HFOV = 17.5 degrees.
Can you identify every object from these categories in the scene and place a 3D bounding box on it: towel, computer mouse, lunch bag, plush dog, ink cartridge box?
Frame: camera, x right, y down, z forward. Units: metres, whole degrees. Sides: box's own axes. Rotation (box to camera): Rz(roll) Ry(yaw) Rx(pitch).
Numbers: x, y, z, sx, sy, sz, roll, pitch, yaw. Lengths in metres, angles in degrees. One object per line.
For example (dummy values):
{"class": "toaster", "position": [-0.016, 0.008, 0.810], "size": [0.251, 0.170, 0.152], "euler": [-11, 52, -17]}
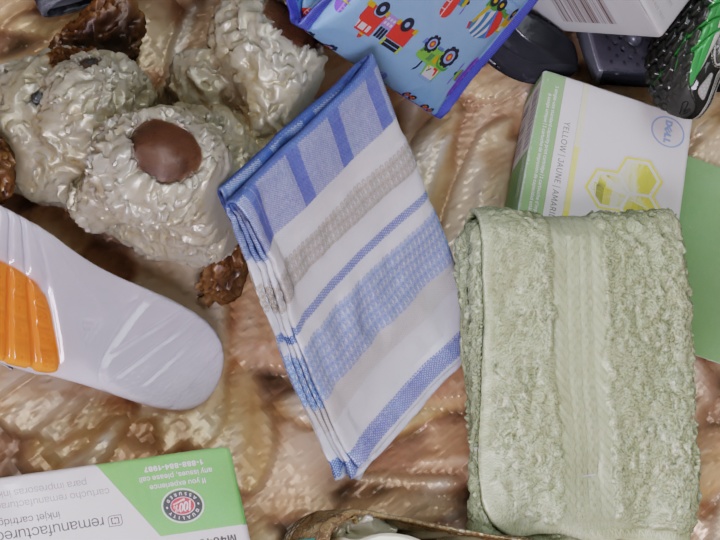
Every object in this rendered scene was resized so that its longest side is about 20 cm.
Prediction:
{"class": "towel", "position": [0.000, 0.000, 1.312], "size": [0.147, 0.024, 0.200], "euler": [-45, 126, -35]}
{"class": "computer mouse", "position": [0.045, -0.166, 1.463], "size": [0.200, 0.059, 0.034], "euler": [27, 82, -2]}
{"class": "lunch bag", "position": [0.059, -0.205, 1.342], "size": [0.150, 0.200, 0.094], "euler": [28, 27, -51]}
{"class": "plush dog", "position": [-0.134, -0.073, 1.327], "size": [0.171, 0.161, 0.200], "euler": [24, 44, 14]}
{"class": "ink cartridge box", "position": [-0.122, 0.206, 1.210], "size": [0.145, 0.084, 0.200], "euler": [-7, 68, -21]}
{"class": "towel", "position": [0.129, 0.061, 1.359], "size": [0.148, 0.036, 0.201], "euler": [0, 83, -14]}
{"class": "ink cartridge box", "position": [0.188, -0.026, 1.448], "size": [0.200, 0.048, 0.146], "euler": [17, 61, -8]}

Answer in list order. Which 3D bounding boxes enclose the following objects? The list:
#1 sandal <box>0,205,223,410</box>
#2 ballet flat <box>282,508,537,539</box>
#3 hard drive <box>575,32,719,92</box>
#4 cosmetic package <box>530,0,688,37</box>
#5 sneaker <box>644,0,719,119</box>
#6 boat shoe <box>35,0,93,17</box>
{"class": "sandal", "position": [-0.174, 0.026, 1.300], "size": [0.206, 0.059, 0.079], "euler": [28, 75, -28]}
{"class": "ballet flat", "position": [0.055, 0.173, 1.295], "size": [0.199, 0.065, 0.071], "euler": [8, 75, -14]}
{"class": "hard drive", "position": [0.192, -0.209, 1.536], "size": [0.135, 0.042, 0.201], "euler": [1, 66, -18]}
{"class": "cosmetic package", "position": [0.187, -0.237, 1.456], "size": [0.200, 0.102, 0.074], "euler": [-54, 129, -24]}
{"class": "sneaker", "position": [0.247, -0.162, 1.464], "size": [0.085, 0.078, 0.200], "euler": [40, 56, -4]}
{"class": "boat shoe", "position": [-0.104, -0.198, 1.408], "size": [0.199, 0.072, 0.068], "euler": [-14, 76, -12]}
